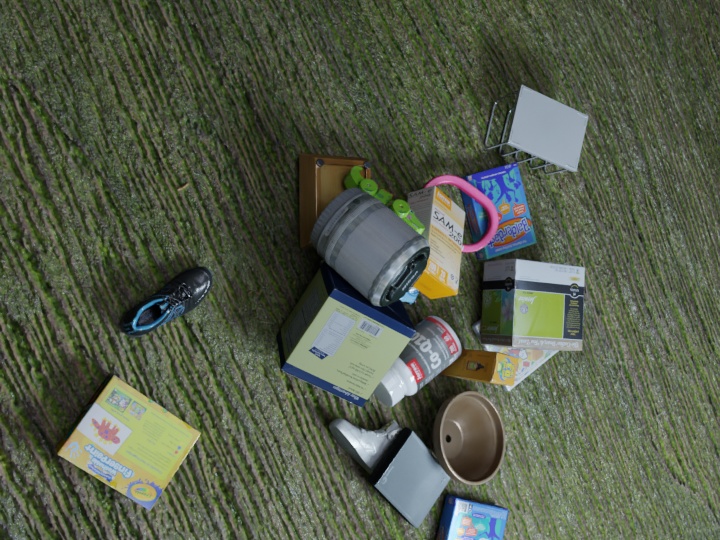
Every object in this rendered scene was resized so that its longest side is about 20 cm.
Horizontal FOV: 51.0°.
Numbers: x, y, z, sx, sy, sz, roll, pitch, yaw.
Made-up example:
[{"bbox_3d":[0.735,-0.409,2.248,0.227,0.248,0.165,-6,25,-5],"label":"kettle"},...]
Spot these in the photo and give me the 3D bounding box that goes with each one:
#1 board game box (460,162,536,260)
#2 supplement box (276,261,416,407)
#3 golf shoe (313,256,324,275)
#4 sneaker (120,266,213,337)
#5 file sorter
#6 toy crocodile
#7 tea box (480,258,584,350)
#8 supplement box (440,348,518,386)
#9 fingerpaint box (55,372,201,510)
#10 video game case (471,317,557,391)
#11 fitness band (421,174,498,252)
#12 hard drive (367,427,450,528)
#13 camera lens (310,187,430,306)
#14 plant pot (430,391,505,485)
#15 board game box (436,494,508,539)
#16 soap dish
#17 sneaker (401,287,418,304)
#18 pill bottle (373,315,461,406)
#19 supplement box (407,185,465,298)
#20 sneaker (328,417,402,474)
[{"bbox_3d":[0.325,-0.141,1.789,0.151,0.045,0.201,-18,96,-24],"label":"board game box"},{"bbox_3d":[-0.034,0.128,1.516,0.199,0.134,0.200,28,107,-21],"label":"supplement box"},{"bbox_3d":[0.000,0.000,1.604,0.198,0.088,0.078,3,101,8],"label":"golf shoe"},{"bbox_3d":[-0.359,0.063,1.439,0.200,0.082,0.073,-39,102,-23],"label":"sneaker"},{"bbox_3d":[0.412,-0.325,1.794,0.199,0.124,0.140,18,81,-23],"label":"file sorter"},{"bbox_3d":[0.047,-0.136,1.535,0.199,0.068,0.062,36,51,10],"label":"toy crocodile"},{"bbox_3d":[0.396,0.082,1.739,0.199,0.133,0.198,6,84,-25],"label":"tea box"},{"bbox_3d":[0.257,0.210,1.655,0.068,0.200,0.067,17,81,-23],"label":"supplement box"},{"bbox_3d":[-0.429,0.316,1.400,0.200,0.073,0.167,38,72,-18],"label":"fingerpaint box"},{"bbox_3d":[0.381,0.158,1.814,0.199,0.023,0.183,-33,101,-22],"label":"video game case"},{"bbox_3d":[0.220,-0.129,1.715,0.199,0.037,0.144,35,89,-8],"label":"fitness band"},{"bbox_3d":[0.108,0.448,1.629,0.140,0.033,0.200,-51,129,-19],"label":"hard drive"},{"bbox_3d":[0.022,-0.043,1.452,0.200,0.160,0.160,41,69,16],"label":"camera lens"},{"bbox_3d":[0.222,0.372,1.679,0.200,0.092,0.203,10,73,-36],"label":"plant pot"},{"bbox_3d":[0.243,0.624,1.707,0.151,0.045,0.201,19,79,-23],"label":"board game box"},{"bbox_3d":[-0.049,-0.147,1.594,0.156,0.081,0.202,1,86,-25],"label":"soap dish"},{"bbox_3d":[0.109,0.027,1.678,0.199,0.078,0.091,-23,116,-21],"label":"sneaker"},{"bbox_3d":[0.112,0.197,1.635,0.200,0.114,0.114,-36,102,-22],"label":"pill bottle"},{"bbox_3d":[0.153,-0.058,1.591,0.126,0.073,0.201,33,56,-42],"label":"supplement box"},{"bbox_3d":[0.024,0.353,1.616,0.116,0.073,0.200,-50,117,-20],"label":"sneaker"}]
